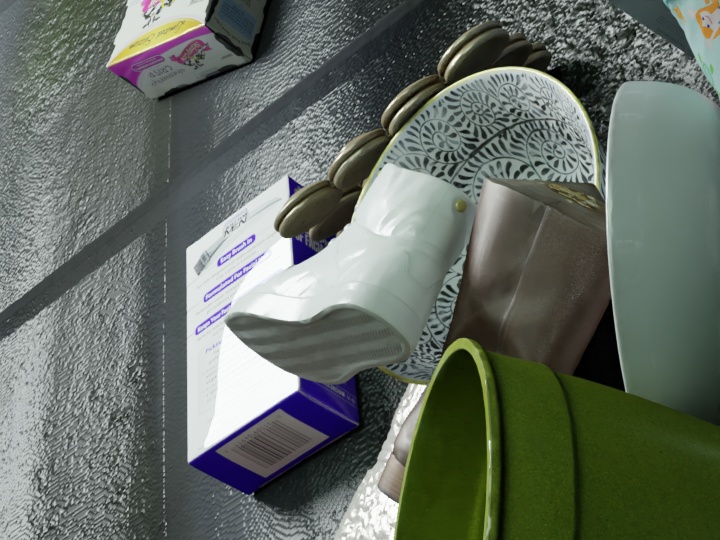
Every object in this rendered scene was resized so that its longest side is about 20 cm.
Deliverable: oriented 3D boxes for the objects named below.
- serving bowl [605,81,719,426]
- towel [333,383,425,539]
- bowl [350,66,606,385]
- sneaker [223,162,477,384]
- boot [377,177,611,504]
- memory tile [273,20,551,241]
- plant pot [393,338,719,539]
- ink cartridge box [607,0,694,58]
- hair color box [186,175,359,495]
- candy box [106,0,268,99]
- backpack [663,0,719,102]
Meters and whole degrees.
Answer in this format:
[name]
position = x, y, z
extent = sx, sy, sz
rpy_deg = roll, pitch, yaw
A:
[serving bowl]
position = 0.176, -0.001, 0.930
extent = 0.066, 0.200, 0.200
rpy_deg = -5, 55, 19
[towel]
position = 0.067, 0.133, 1.069
extent = 0.200, 0.034, 0.133
rpy_deg = 13, 72, 53
[bowl]
position = 0.092, -0.013, 1.096
extent = 0.201, 0.094, 0.201
rpy_deg = -26, 53, 39
[sneaker]
position = 0.000, 0.000, 1.073
extent = 0.200, 0.074, 0.116
rpy_deg = -11, 43, 59
[boot]
position = 0.113, 0.059, 0.955
extent = 0.186, 0.064, 0.200
rpy_deg = 25, 97, 27
[memory tile]
position = 0.036, -0.088, 1.204
extent = 0.200, 0.153, 0.017
rpy_deg = -42, 75, 17
[plant pot]
position = 0.125, 0.144, 0.824
extent = 0.200, 0.193, 0.200
rpy_deg = -171, 90, -82
[ink cartridge box]
position = 0.145, -0.217, 1.113
extent = 0.044, 0.200, 0.094
rpy_deg = -39, 38, 34
[hair color box]
position = -0.064, 0.043, 1.273
extent = 0.109, 0.065, 0.200
rpy_deg = -34, 42, 29
[candy box]
position = -0.137, -0.262, 1.608
extent = 0.136, 0.061, 0.200
rpy_deg = -16, 52, 42
[backpack]
position = 0.243, -0.157, 0.918
extent = 0.178, 0.151, 0.200
rpy_deg = -30, -2, 28
